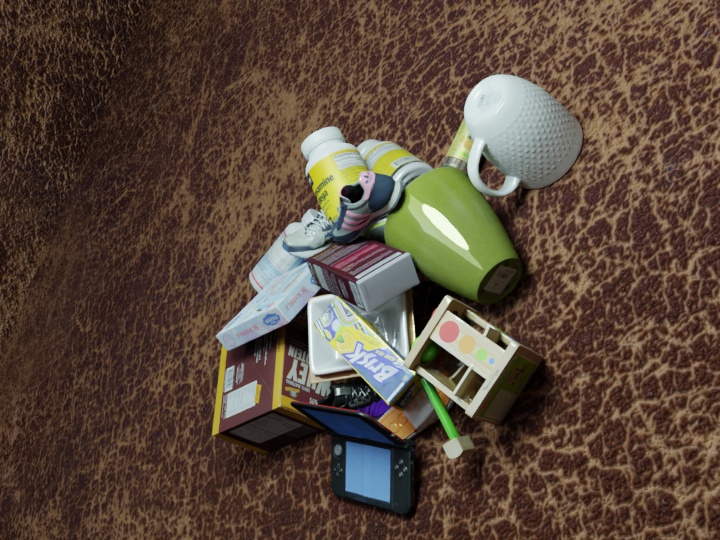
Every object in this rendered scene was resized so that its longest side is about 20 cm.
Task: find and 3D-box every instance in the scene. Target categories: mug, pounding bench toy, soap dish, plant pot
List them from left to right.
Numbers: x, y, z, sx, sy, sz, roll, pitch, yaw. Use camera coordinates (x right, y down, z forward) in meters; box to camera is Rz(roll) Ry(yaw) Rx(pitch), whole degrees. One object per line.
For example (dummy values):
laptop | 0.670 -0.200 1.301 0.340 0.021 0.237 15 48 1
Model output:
soap dish | 0.006 0.110 1.464 0.199 0.081 0.158 -12 68 21
pounding bench toy | 0.144 0.163 1.272 0.156 0.124 0.201 35 95 31
plant pot | 0.169 -0.040 1.389 0.187 0.187 0.200 -52 49 11
mug | 0.248 -0.217 1.395 0.147 0.175 0.201 24 85 53

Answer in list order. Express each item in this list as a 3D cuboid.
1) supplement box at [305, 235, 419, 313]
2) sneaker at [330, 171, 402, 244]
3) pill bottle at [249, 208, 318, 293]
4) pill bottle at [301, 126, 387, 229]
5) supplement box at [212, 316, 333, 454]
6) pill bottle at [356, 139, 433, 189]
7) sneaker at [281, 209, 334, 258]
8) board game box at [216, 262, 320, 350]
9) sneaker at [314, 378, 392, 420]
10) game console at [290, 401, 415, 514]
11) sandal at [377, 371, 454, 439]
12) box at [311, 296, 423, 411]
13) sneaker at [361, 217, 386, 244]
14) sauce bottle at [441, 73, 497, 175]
supplement box | 0.000 0.000 1.441 0.108 0.061 0.200 -29 26 -20
sneaker | -0.012 -0.112 1.429 0.200 0.082 0.071 -39 36 48
pill bottle | -0.138 -0.029 1.776 0.200 0.108 0.109 -49 39 14
pill bottle | -0.035 -0.166 1.589 0.112 0.112 0.201 -36 71 29
supplement box | -0.165 0.220 1.626 0.199 0.132 0.198 -27 48 36
pill bottle | 0.062 -0.188 1.646 0.112 0.111 0.200 -55 37 8
sneaker | -0.068 -0.092 1.662 0.077 0.199 0.086 45 146 39
board game box | -0.153 0.056 1.599 0.199 0.041 0.200 -25 16 44
sneaker | 0.000 0.222 1.458 0.200 0.099 0.070 -32 45 28
game console | -0.017 0.305 1.375 0.199 0.118 0.174 -2 87 49
sandal | 0.077 0.235 1.381 0.207 0.059 0.079 -50 63 20
box | 0.014 0.134 1.368 0.070 0.064 0.200 -49 61 3
sneaker | 0.074 -0.057 1.549 0.199 0.074 0.081 -26 54 12
sauce bottle | 0.218 -0.268 1.555 0.065 0.065 0.201 20 84 52
